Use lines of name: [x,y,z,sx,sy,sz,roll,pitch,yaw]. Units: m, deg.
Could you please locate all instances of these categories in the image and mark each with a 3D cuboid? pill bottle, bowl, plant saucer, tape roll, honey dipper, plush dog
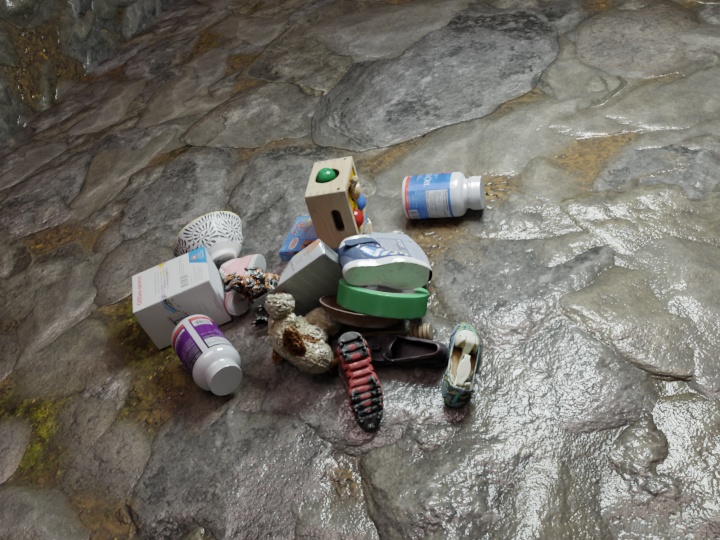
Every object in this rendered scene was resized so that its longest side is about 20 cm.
pill bottle: [-0.343,0.192,1.446,0.112,0.113,0.200,-35,43,-16]
bowl: [-0.386,-0.053,1.697,0.199,0.201,0.095,-29,66,-10]
plant saucer: [0.007,0.091,1.407,0.197,0.037,0.200,6,9,-1]
tape roll: [0.048,0.056,1.394,0.197,0.049,0.201,7,10,-1]
honey dipper: [0.060,0.136,1.404,0.197,0.038,0.038,-4,43,23]
plush dog: [-0.125,0.158,1.377,0.162,0.199,0.172,-61,36,5]
pill bottle: [0.211,-0.191,1.632,0.197,0.113,0.113,-2,44,19]

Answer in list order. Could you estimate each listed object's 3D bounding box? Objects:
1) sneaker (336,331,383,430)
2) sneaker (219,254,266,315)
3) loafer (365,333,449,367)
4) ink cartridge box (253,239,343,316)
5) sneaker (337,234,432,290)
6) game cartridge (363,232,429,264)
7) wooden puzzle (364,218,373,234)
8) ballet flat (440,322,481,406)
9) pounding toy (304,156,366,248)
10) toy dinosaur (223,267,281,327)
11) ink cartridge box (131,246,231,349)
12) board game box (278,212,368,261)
sneaker: [0.000,0.230,1.302,0.070,0.098,0.203,-12,64,-9]
sneaker: [-0.320,0.038,1.632,0.103,0.076,0.201,-4,41,22]
loafer: [0.084,0.161,1.333,0.197,0.063,0.073,1,67,21]
ink cartridge box: [-0.124,0.031,1.455,0.199,0.162,0.051,-32,54,14]
sneaker: [0.049,-0.032,1.394,0.197,0.081,0.147,0,37,-8]
game cartridge: [0.089,-0.030,1.518,0.131,0.041,0.201,0,30,-14]
wooden puzzle: [-0.054,-0.057,1.645,0.183,0.047,0.201,-15,42,7]
ballet flat: [0.208,0.174,1.273,0.073,0.075,0.202,-2,48,20]
pounding toy: [-0.043,-0.173,1.526,0.140,0.202,0.185,-7,38,12]
toy dinosaur: [-0.225,0.048,1.540,0.197,0.103,0.137,-9,57,-2]
ink cartridge box: [-0.444,0.068,1.593,0.198,0.146,0.148,-22,41,-2]
board game box: [-0.093,-0.087,1.637,0.197,0.037,0.152,-1,41,21]
